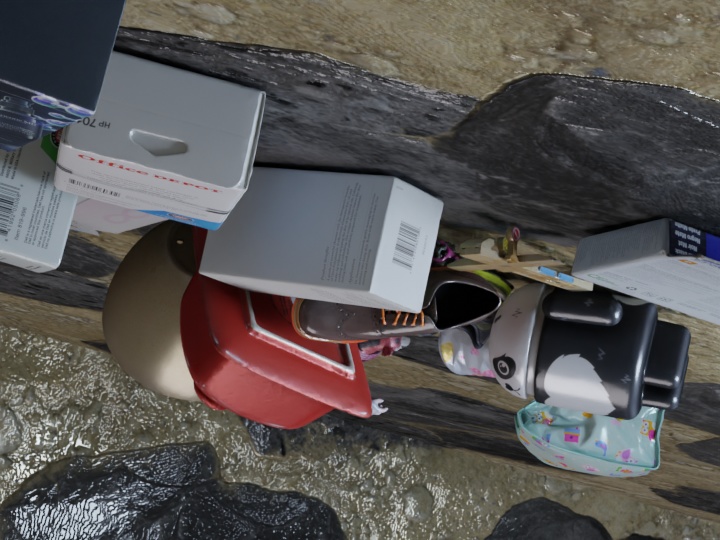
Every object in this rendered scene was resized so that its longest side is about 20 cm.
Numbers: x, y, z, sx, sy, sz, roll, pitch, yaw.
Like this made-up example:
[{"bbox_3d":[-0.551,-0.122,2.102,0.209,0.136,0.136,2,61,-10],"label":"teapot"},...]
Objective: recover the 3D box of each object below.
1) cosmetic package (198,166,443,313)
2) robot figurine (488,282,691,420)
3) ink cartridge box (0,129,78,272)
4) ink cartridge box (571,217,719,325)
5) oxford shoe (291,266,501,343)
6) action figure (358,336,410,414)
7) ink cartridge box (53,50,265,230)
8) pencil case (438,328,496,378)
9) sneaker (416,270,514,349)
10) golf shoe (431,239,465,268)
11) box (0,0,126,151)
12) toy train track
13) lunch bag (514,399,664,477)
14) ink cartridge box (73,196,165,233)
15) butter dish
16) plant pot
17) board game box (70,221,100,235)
[{"bbox_3d":[-0.038,-0.030,1.596,0.199,0.108,0.085,8,171,38],"label":"cosmetic package"},{"bbox_3d":[0.228,0.083,1.806,0.199,0.151,0.125,11,-162,13],"label":"robot figurine"},{"bbox_3d":[-0.341,-0.095,1.530,0.199,0.148,0.083,18,170,-21],"label":"ink cartridge box"},{"bbox_3d":[0.311,0.006,1.515,0.199,0.041,0.200,18,169,-22],"label":"ink cartridge box"},{"bbox_3d":[0.035,0.029,1.664,0.199,0.072,0.072,-10,-171,-20],"label":"oxford shoe"},{"bbox_3d":[-0.007,0.066,1.932,0.149,0.134,0.200,34,164,-13],"label":"action figure"},{"bbox_3d":[-0.164,-0.101,1.432,0.146,0.086,0.200,15,169,-9],"label":"ink cartridge box"},{"bbox_3d":[0.181,0.084,2.002,0.199,0.084,0.090,4,168,45],"label":"pencil case"},{"bbox_3d":[0.056,0.024,1.839,0.199,0.081,0.074,15,170,-6],"label":"sneaker"},{"bbox_3d":[0.000,0.000,1.760,0.199,0.073,0.092,15,153,-5],"label":"golf shoe"},{"bbox_3d":[-0.255,-0.160,1.166,0.148,0.108,0.200,19,168,-24],"label":"box"},{"bbox_3d":[0.158,-0.012,1.669,0.114,0.033,0.200,-3,168,37],"label":"toy train track"},{"bbox_3d":[0.310,0.217,2.468,0.199,0.123,0.170,7,170,6],"label":"lunch bag"},{"bbox_3d":[-0.301,-0.070,1.721,0.199,0.057,0.162,-19,157,22],"label":"ink cartridge box"},{"bbox_3d":[-0.108,0.079,1.753,0.199,0.201,0.148,25,122,-32],"label":"butter dish"},{"bbox_3d":[-0.166,0.017,1.877,0.199,0.201,0.135,14,141,-3],"label":"plant pot"},{"bbox_3d":[-0.356,-0.087,1.914,0.134,0.034,0.200,12,170,6],"label":"board game box"}]
